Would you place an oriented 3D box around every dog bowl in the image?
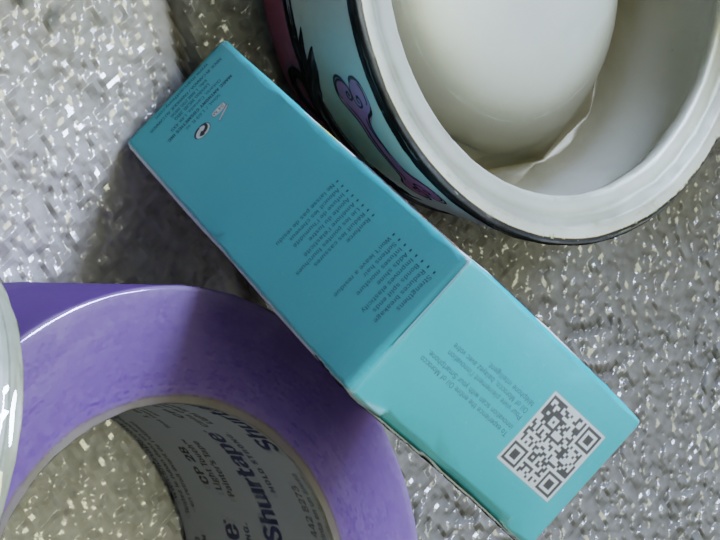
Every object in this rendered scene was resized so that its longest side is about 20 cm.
[{"bbox_3d":[0.049,-0.109,0.844,0.199,0.074,0.202,1,89,-40],"label":"dog bowl"}]

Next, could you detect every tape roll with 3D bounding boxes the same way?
[{"bbox_3d":[-0.081,0.104,0.727,0.199,0.085,0.202,0,90,-39],"label":"tape roll"}]

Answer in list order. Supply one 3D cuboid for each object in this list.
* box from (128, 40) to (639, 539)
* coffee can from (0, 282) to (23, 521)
[{"bbox_3d":[0.000,0.000,0.720,0.049,0.200,0.082,-47,122,1],"label":"box"},{"bbox_3d":[-0.204,0.026,0.581,0.199,0.146,0.147,27,73,-37],"label":"coffee can"}]
